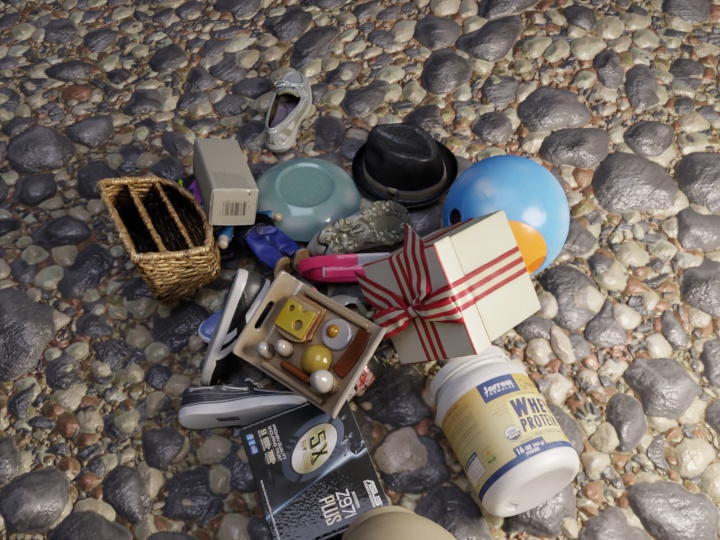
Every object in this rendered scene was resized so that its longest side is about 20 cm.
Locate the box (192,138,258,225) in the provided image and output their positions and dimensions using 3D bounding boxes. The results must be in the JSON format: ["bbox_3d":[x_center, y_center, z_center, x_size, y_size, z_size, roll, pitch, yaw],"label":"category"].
[{"bbox_3d":[-0.235,-0.155,1.439,0.081,0.069,0.200,-1,32,-19],"label":"box"}]

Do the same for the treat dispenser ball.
[{"bbox_3d":[0.230,-0.083,1.336,0.199,0.202,0.202,-3,54,4],"label":"treat dispenser ball"}]

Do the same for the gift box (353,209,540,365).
[{"bbox_3d":[0.115,0.018,1.213,0.186,0.184,0.201,-28,92,-39],"label":"gift box"}]

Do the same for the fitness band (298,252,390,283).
[{"bbox_3d":[0.000,0.000,1.346,0.198,0.144,0.038,-1,83,5],"label":"fitness band"}]

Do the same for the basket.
[{"bbox_3d":[-0.323,-0.073,1.389,0.142,0.149,0.200,-28,55,-8],"label":"basket"}]

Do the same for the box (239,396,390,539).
[{"bbox_3d":[-0.062,0.293,1.173,0.163,0.086,0.201,-19,54,-7],"label":"box"}]

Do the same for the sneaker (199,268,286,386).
[{"bbox_3d":[-0.170,0.106,1.295,0.111,0.201,0.073,19,18,-12],"label":"sneaker"}]

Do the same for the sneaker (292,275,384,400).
[{"bbox_3d":[-0.066,0.111,1.277,0.108,0.067,0.202,-42,87,-7],"label":"sneaker"}]

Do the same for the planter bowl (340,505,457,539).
[{"bbox_3d":[0.044,0.384,1.049,0.199,0.202,0.135,-18,27,-7],"label":"planter bowl"}]

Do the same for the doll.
[{"bbox_3d":[-0.180,-0.060,1.412,0.136,0.049,0.200,-25,48,-34],"label":"doll"}]

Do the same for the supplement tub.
[{"bbox_3d":[0.193,0.219,1.160,0.143,0.145,0.201,-23,55,-10],"label":"supplement tub"}]

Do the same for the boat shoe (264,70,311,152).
[{"bbox_3d":[-0.144,-0.322,1.636,0.074,0.065,0.203,8,56,12],"label":"boat shoe"}]

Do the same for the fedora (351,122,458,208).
[{"bbox_3d":[0.078,-0.208,1.509,0.199,0.092,0.202,-3,54,4],"label":"fedora"}]

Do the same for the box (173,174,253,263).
[{"bbox_3d":[-0.265,-0.097,1.509,0.142,0.036,0.201,-17,56,-6],"label":"box"}]

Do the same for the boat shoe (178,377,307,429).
[{"bbox_3d":[-0.177,0.195,1.272,0.198,0.072,0.068,-8,55,10],"label":"boat shoe"}]

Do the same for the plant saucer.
[{"bbox_3d":[-0.098,-0.141,1.504,0.199,0.039,0.202,1,53,-2],"label":"plant saucer"}]

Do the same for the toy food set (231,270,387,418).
[{"bbox_3d":[-0.075,0.102,1.198,0.199,0.060,0.144,28,83,27],"label":"toy food set"}]

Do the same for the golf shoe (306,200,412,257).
[{"bbox_3d":[-0.006,-0.066,1.433,0.199,0.097,0.079,-16,91,-33],"label":"golf shoe"}]

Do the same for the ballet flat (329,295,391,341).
[{"bbox_3d":[0.005,0.071,1.333,0.198,0.071,0.069,2,47,8],"label":"ballet flat"}]

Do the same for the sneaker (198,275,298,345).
[{"bbox_3d":[-0.172,0.060,1.359,0.199,0.077,0.076,-24,57,-8],"label":"sneaker"}]
